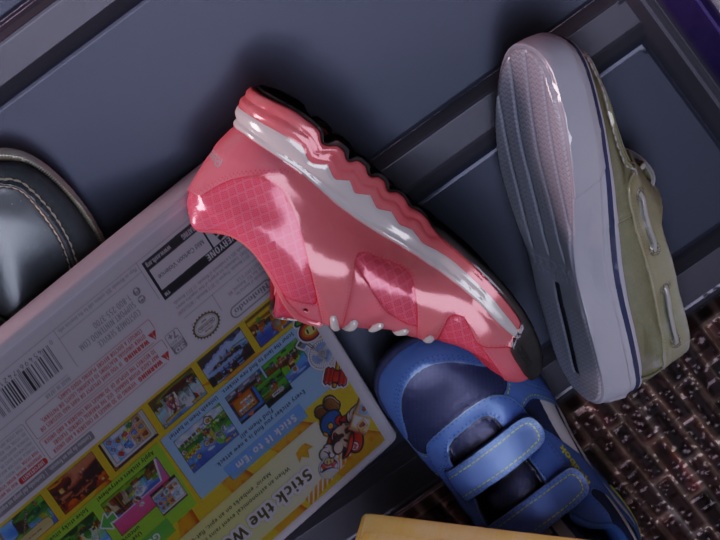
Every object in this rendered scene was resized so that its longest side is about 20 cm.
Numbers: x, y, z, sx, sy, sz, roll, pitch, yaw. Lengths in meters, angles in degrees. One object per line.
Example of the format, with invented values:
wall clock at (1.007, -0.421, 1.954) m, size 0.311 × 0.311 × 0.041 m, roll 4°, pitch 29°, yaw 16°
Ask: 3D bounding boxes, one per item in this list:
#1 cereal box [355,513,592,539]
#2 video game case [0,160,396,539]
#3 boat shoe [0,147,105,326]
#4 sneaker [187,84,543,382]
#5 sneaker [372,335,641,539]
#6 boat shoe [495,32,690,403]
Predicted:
cereal box at (0.084, 0.198, 1.295) m, size 0.144 × 0.040 × 0.200 m, roll 4°, pitch 144°, yaw 20°
video game case at (-0.098, 0.075, 1.242) m, size 0.200 × 0.023 × 0.182 m, roll -41°, pitch 117°, yaw -19°
boat shoe at (-0.151, 0.038, 1.243) m, size 0.073 × 0.062 × 0.200 m, roll -11°, pitch 116°, yaw 3°
sneaker at (0.000, 0.000, 1.233) m, size 0.200 × 0.074 × 0.087 m, roll 40°, pitch 95°, yaw -15°
sneaker at (0.084, 0.108, 1.296) m, size 0.074 × 0.082 × 0.200 m, roll -38°, pitch 113°, yaw 14°
boat shoe at (0.115, -0.030, 1.248) m, size 0.062 × 0.072 × 0.200 m, roll -26°, pitch 123°, yaw -21°
